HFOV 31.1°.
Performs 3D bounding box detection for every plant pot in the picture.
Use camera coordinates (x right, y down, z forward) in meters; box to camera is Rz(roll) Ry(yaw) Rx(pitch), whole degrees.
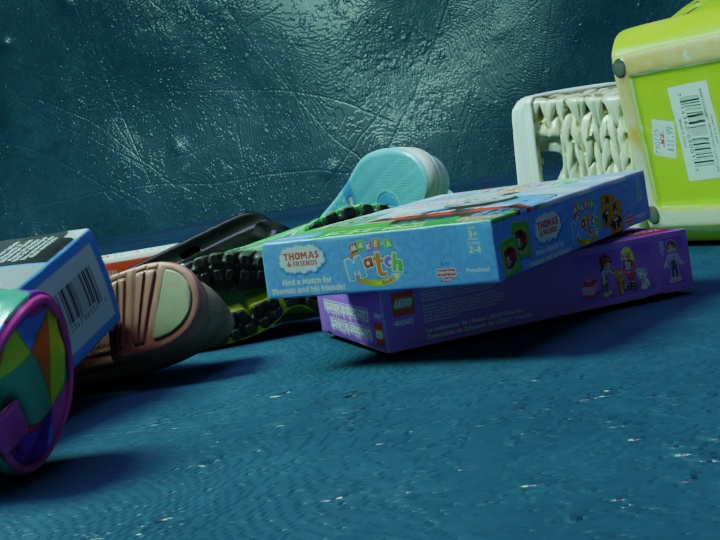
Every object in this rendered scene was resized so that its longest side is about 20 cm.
[{"bbox_3d":[0.316,-0.124,0.986,0.180,0.202,0.199,-19,10,-27],"label":"plant pot"}]

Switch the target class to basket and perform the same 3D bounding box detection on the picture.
[{"bbox_3d":[0.245,-0.098,1.142,0.199,0.137,0.123,-14,11,-41],"label":"basket"}]

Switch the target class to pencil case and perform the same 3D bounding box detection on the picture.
[{"bbox_3d":[-0.231,0.042,0.582,0.198,0.089,0.088,3,8,13],"label":"pencil case"}]

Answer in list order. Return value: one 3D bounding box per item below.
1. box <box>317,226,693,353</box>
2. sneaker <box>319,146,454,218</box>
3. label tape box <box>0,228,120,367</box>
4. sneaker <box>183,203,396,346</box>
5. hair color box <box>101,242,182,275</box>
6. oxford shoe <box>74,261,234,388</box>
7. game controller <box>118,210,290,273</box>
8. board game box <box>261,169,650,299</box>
[{"bbox_3d":[0.084,0.008,0.804,0.198,0.039,0.137,-11,5,-16],"label":"box"},{"bbox_3d":[0.052,-0.055,1.106,0.130,0.080,0.200,-10,-13,-29],"label":"sneaker"},{"bbox_3d":[-0.256,0.043,0.719,0.198,0.067,0.143,-5,23,20],"label":"label tape box"},{"bbox_3d":[-0.041,-0.001,0.910,0.198,0.079,0.085,-10,5,-4],"label":"sneaker"},{"bbox_3d":[-0.198,0.016,1.092,0.198,0.062,0.101,-9,5,-9],"label":"hair color box"},{"bbox_3d":[-0.173,0.048,0.806,0.198,0.071,0.074,-8,-20,20],"label":"oxford shoe"},{"bbox_3d":[-0.143,0.012,0.984,0.199,0.042,0.104,-28,26,-19],"label":"game controller"},{"bbox_3d":[0.061,-0.023,0.758,0.150,0.037,0.199,-5,7,35],"label":"board game box"}]
